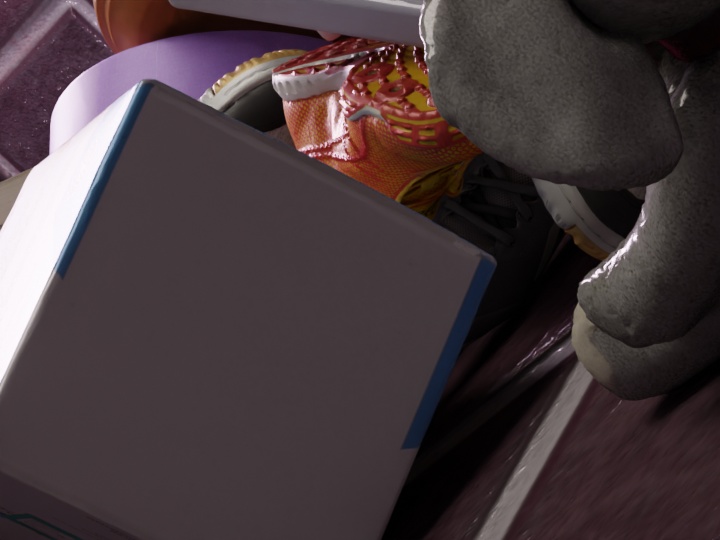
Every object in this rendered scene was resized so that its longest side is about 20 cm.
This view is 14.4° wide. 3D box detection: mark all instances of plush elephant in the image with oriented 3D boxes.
[{"bbox_3d":[0.095,-0.072,0.780,0.165,0.155,0.200,-48,6,-11],"label":"plush elephant"}]

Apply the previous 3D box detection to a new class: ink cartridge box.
[{"bbox_3d":[-0.070,0.039,1.058,0.147,0.146,0.200,-66,13,-13],"label":"ink cartridge box"}]

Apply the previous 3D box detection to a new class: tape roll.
[{"bbox_3d":[-0.062,-0.046,1.485,0.200,0.200,0.066,-39,45,51],"label":"tape roll"}]

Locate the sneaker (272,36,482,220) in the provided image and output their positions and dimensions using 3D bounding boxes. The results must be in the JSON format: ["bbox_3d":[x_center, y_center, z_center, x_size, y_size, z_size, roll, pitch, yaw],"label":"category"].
[{"bbox_3d":[0.023,-0.053,1.092,0.073,0.077,0.200,-23,9,-10],"label":"sneaker"}]

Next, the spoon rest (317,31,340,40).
[{"bbox_3d":[0.010,-0.173,1.226,0.099,0.061,0.200,-41,11,35],"label":"spoon rest"}]

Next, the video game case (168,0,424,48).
[{"bbox_3d":[0.052,-0.144,1.091,0.200,0.022,0.182,13,45,37],"label":"video game case"}]

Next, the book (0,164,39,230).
[{"bbox_3d":[-0.141,0.044,1.340,0.134,0.048,0.200,-25,-48,-42],"label":"book"}]

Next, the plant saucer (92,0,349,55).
[{"bbox_3d":[-0.035,-0.133,1.442,0.200,0.200,0.037,-41,44,44],"label":"plant saucer"}]

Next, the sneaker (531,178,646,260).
[{"bbox_3d":[0.128,-0.086,1.041,0.088,0.076,0.200,-30,21,46],"label":"sneaker"}]

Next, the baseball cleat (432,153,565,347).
[{"bbox_3d":[0.069,-0.055,1.160,0.200,0.070,0.106,-50,-18,-29],"label":"baseball cleat"}]

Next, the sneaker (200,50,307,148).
[{"bbox_3d":[-0.060,0.001,1.247,0.200,0.076,0.088,-56,41,17],"label":"sneaker"}]
